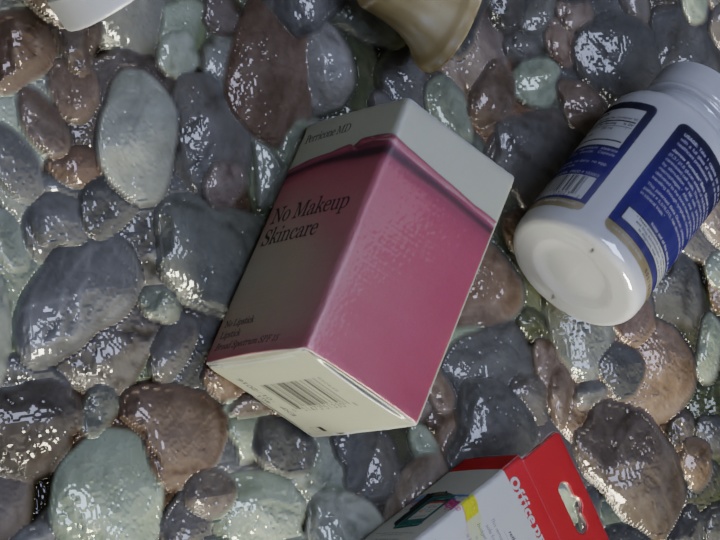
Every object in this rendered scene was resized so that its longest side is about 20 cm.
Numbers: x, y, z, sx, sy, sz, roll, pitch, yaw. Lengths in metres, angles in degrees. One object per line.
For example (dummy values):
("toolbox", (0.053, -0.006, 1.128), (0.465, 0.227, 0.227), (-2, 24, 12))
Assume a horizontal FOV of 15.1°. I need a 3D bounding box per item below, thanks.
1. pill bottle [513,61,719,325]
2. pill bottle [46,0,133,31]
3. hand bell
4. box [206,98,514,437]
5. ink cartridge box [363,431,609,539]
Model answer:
("pill bottle", (0.210, -0.063, 2.047), (0.111, 0.111, 0.200), (52, 58, -20))
("pill bottle", (-0.207, -0.261, 1.753), (0.120, 0.119, 0.201), (-44, 111, -32))
("hand bell", (-0.019, -0.225, 1.926), (0.199, 0.104, 0.105), (22, 71, -20))
("box", (0.000, 0.000, 1.870), (0.109, 0.128, 0.201), (35, 64, -27))
("ink cartridge box", (0.081, 0.212, 1.941), (0.200, 0.067, 0.117), (-34, 105, -35))
